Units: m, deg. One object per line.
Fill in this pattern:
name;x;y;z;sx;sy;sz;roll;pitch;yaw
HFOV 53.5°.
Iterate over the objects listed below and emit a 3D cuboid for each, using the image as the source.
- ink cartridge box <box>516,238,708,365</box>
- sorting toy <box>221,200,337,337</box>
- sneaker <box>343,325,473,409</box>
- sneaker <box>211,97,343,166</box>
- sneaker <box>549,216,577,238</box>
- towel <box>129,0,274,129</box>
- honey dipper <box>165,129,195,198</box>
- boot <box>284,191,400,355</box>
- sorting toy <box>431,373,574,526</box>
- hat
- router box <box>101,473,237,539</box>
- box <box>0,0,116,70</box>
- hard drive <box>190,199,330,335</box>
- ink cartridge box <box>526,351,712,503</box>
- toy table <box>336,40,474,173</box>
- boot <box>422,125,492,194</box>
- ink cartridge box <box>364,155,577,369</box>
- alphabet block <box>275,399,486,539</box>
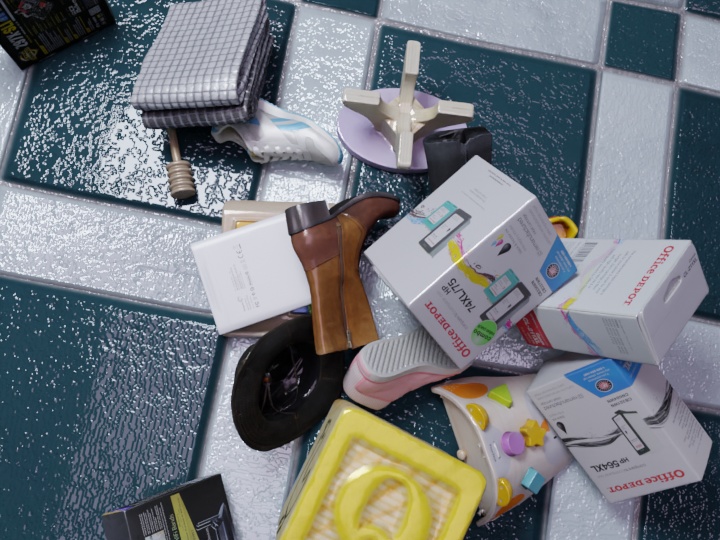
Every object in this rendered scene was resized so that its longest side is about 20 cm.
ink cartridge box;0.314;0.034;0.920;0.146;0.199;0.083;-43;116;-26
sorting toy;-0.109;-0.005;1.027;0.184;0.036;0.202;1;80;-5
sneaker;0.062;0.138;1.008;0.199;0.105;0.076;-5;56;-35
sneaker;-0.120;-0.190;1.041;0.199;0.077;0.081;24;77;9
sneaker;0.231;-0.012;1.041;0.073;0.077;0.200;45;81;1
towel;-0.214;-0.289;1.006;0.164;0.086;0.201;-1;57;16
honey dipper;-0.275;-0.205;1.046;0.038;0.038;0.202;-11;80;-7
boot;0.000;0.000;0.965;0.188;0.068;0.202;-14;88;-44
sorting toy;0.223;0.229;1.003;0.179;0.107;0.201;-15;82;-27
hat;-0.112;0.141;0.973;0.081;0.200;0.202;18;75;42
router box;-0.222;0.377;0.896;0.052;0.157;0.201;-22;80;34
box;-0.435;-0.368;0.975;0.159;0.200;0.050;-30;86;-9
hard drive;-0.121;-0.005;0.999;0.199;0.027;0.133;-19;87;-6
ink cartridge box;0.347;0.198;0.962;0.200;0.146;0.084;52;43;-2
toy table;0.067;-0.222;1.041;0.198;0.117;0.185;-5;81;-5
boot;0.107;-0.089;0.990;0.164;0.201;0.066;-19;38;-17
ink cartridge box;0.139;-0.011;0.923;0.200;0.146;0.147;-41;126;2
alphabet block;0.018;0.291;0.903;0.195;0.200;0.196;25;80;-1
